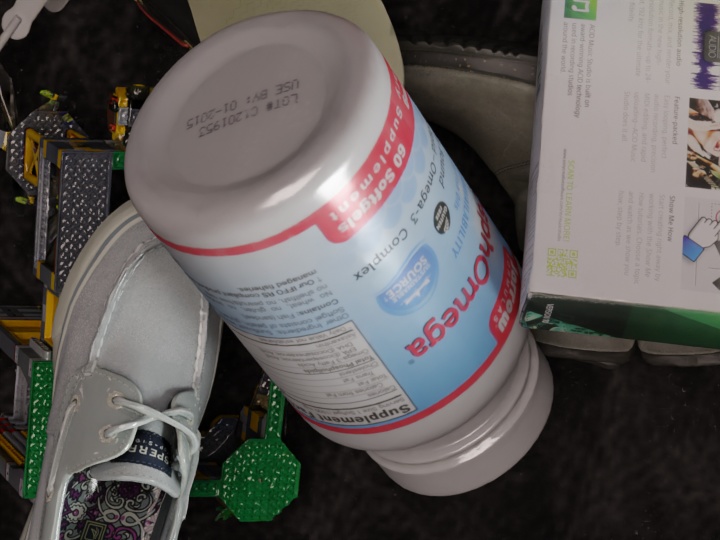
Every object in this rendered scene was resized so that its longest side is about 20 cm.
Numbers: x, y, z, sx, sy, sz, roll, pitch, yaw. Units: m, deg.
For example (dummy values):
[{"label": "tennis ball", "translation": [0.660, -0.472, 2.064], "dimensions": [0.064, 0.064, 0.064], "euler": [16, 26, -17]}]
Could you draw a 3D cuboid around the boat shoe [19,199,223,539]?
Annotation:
[{"label": "boat shoe", "translation": [-0.090, 0.073, 1.080], "dimensions": [0.070, 0.071, 0.202], "euler": [11, 98, -25]}]

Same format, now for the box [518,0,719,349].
[{"label": "box", "translation": [0.166, -0.038, 1.080], "dimensions": [0.199, 0.036, 0.145], "euler": [6, 66, 1]}]

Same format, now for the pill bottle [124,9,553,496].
[{"label": "pill bottle", "translation": [0.000, 0.000, 1.072], "dimensions": [0.108, 0.200, 0.109], "euler": [-18, 46, 20]}]

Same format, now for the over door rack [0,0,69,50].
[{"label": "over door rack", "translation": [-0.243, -0.091, 1.189], "dimensions": [0.148, 0.067, 0.200], "euler": [38, 96, 4]}]

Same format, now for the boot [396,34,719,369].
[{"label": "boot", "translation": [0.075, -0.027, 1.153], "dimensions": [0.199, 0.068, 0.132], "euler": [10, 98, 8]}]

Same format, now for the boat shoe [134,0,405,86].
[{"label": "boat shoe", "translation": [-0.052, -0.123, 1.145], "dimensions": [0.201, 0.063, 0.074], "euler": [42, 85, 20]}]

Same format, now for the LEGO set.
[{"label": "LEGO set", "translation": [-0.097, 0.010, 1.168], "dimensions": [0.153, 0.116, 0.201], "euler": [-8, 106, -21]}]
